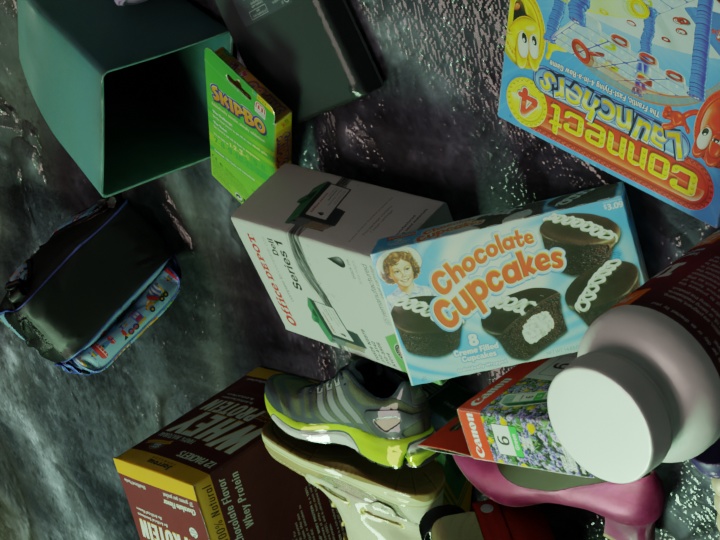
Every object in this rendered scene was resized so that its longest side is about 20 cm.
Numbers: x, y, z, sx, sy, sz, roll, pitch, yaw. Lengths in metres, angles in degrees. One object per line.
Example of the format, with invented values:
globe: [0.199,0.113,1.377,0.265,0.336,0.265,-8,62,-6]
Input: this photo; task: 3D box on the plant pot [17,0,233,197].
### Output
plant pot: [-0.238,-0.199,1.473,0.200,0.141,0.142,42,141,33]

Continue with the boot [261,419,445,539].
boot: [-0.007,0.226,1.457,0.199,0.072,0.155,19,128,32]

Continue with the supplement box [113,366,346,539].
supplement box: [-0.110,0.237,1.568,0.132,0.200,0.198,10,122,46]

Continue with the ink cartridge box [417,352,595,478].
ink cartridge box: [0.142,0.110,1.257,0.199,0.109,0.051,3,117,49]

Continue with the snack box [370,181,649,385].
snack box: [0.119,0.012,1.188,0.199,0.037,0.117,-13,108,16]

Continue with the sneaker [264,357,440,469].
sneaker: [-0.008,0.114,1.399,0.199,0.074,0.081,11,111,39]

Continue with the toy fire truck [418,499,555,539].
toy fire truck: [0.163,0.294,1.365,0.129,0.199,0.177,-108,10,-56]

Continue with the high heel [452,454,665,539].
high heel: [0.162,0.163,1.299,0.199,0.067,0.096,28,144,29]

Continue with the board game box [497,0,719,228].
board game box: [0.193,-0.160,1.052,0.200,0.056,0.197,31,135,33]

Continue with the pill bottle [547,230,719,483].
pill bottle: [0.221,0.057,1.049,0.113,0.200,0.113,28,134,34]

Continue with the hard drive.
hard drive: [-0.070,-0.228,1.334,0.139,0.033,0.201,-14,103,53]

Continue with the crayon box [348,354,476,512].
crayon box: [0.046,0.178,1.468,0.125,0.051,0.201,31,136,34]

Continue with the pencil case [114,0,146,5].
pencil case: [-0.226,-0.340,1.397,0.201,0.090,0.083,61,162,-2]

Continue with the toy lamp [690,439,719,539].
toy lamp: [0.291,0.223,1.206,0.058,0.058,0.201,10,121,46]

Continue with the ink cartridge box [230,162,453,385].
ink cartridge box: [0.000,0.000,1.344,0.199,0.084,0.147,16,141,43]

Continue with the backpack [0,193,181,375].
backpack: [-0.300,0.020,1.668,0.135,0.183,0.200,47,160,-13]

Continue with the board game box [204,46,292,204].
board game box: [-0.102,-0.120,1.414,0.096,0.030,0.200,44,159,20]
